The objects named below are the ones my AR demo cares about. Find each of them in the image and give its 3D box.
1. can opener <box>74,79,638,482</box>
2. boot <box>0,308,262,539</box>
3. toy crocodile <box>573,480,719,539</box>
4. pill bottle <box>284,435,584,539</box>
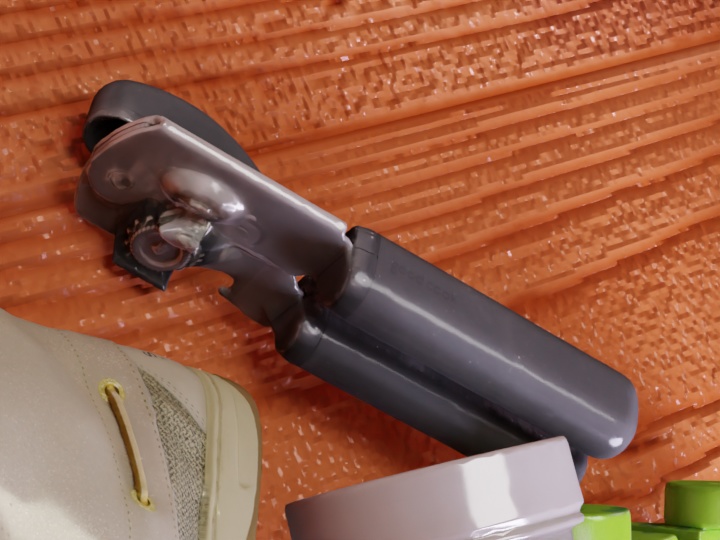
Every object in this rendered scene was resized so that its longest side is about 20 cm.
[{"bbox_3d":[0.000,0.000,0.884,0.200,0.053,0.067,29,42,-20],"label":"can opener"},{"bbox_3d":[-0.103,0.086,0.700,0.155,0.072,0.200,29,46,-30],"label":"boot"},{"bbox_3d":[0.087,0.106,0.919,0.200,0.062,0.068,-2,93,-45],"label":"toy crocodile"},{"bbox_3d":[0.041,0.154,0.787,0.112,0.112,0.200,-8,83,-45],"label":"pill bottle"}]
